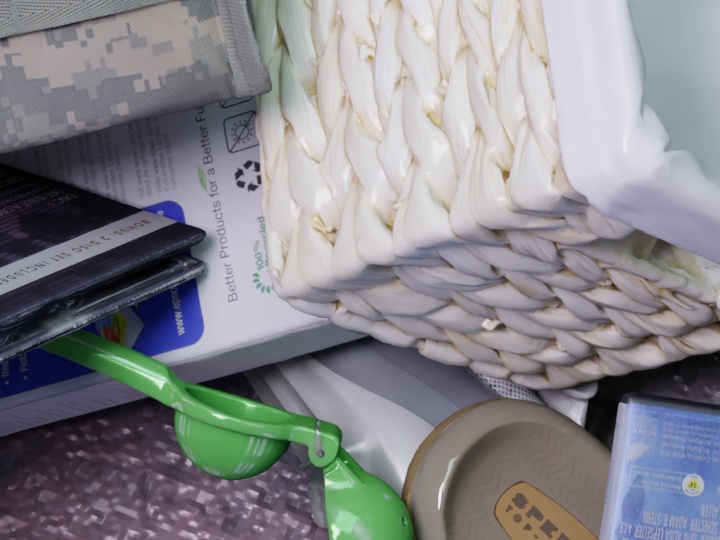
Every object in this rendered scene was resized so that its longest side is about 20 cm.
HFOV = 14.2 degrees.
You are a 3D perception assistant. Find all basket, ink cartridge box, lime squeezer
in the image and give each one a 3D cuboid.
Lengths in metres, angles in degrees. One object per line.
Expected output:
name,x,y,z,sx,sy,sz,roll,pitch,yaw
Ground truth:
basket,0.053,-0.079,0.753,0.136,0.123,0.200,20,58,-45
ink cartridge box,-0.100,-0.004,0.800,0.200,0.037,0.095,-15,75,16
lime squeezer,-0.032,0.061,0.752,0.200,0.071,0.038,51,22,-5

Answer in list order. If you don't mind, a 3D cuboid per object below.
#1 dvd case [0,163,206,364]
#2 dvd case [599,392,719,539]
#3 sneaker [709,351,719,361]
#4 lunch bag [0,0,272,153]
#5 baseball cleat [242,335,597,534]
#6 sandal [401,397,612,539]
dvd case,-0.161,-0.014,0.733,0.200,0.016,0.149,17,22,24
dvd case,0.121,0.139,0.717,0.143,0.018,0.200,8,88,0
sneaker,0.104,-0.019,0.845,0.200,0.078,0.091,17,62,8
lunch bag,-0.120,-0.129,0.688,0.164,0.200,0.118,-13,22,-5
baseball cleat,0.000,0.000,0.834,0.106,0.070,0.200,-23,72,-24
sandal,0.097,0.106,0.754,0.200,0.054,0.080,41,68,-3
